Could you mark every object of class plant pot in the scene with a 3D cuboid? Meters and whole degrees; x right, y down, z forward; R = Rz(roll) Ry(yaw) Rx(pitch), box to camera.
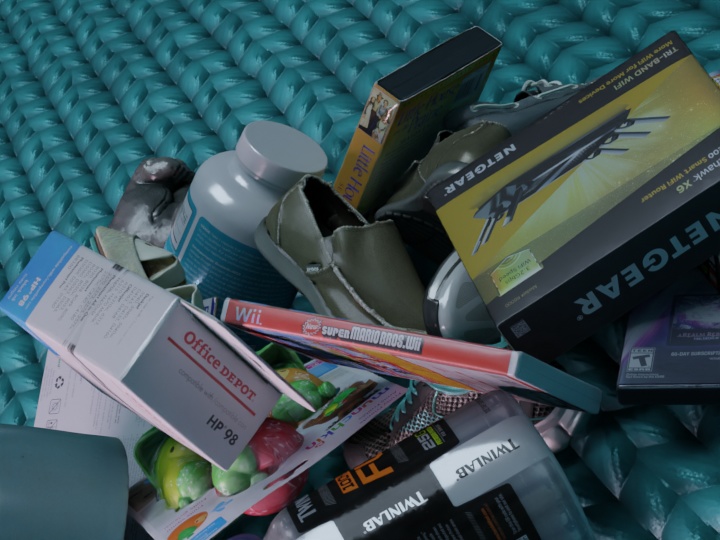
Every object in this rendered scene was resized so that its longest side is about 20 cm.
[{"bbox_3d":[-0.267,0.195,1.586,0.201,0.160,0.201,-166,90,-73],"label":"plant pot"}]

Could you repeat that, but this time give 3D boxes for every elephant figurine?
[{"bbox_3d":[-0.109,-0.022,1.912,0.200,0.141,0.156,13,80,40],"label":"elephant figurine"}]

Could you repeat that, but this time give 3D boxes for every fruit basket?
[{"bbox_3d":[-0.073,0.114,1.542,0.185,0.094,0.200,-36,9,-10],"label":"fruit basket"}]

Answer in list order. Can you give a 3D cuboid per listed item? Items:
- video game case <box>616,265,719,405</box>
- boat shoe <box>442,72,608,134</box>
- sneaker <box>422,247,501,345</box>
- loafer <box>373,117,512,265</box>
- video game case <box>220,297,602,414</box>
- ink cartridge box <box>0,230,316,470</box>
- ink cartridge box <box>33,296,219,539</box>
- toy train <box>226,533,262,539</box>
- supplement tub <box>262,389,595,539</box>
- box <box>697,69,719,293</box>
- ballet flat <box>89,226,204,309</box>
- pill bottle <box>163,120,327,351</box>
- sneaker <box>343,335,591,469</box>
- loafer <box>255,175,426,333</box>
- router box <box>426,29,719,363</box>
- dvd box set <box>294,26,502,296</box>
[{"bbox_3d":[0.244,0.015,1.463,0.142,0.019,0.200,-2,37,15],"label":"video game case"},{"bbox_3d":[0.143,-0.124,1.759,0.200,0.062,0.073,-27,-18,-37],"label":"boat shoe"},{"bbox_3d":[0.143,0.002,1.560,0.200,0.076,0.115,-26,21,-32],"label":"sneaker"},{"bbox_3d":[0.069,-0.057,1.662,0.070,0.075,0.200,-60,10,-18],"label":"loafer"},{"bbox_3d":[0.033,0.053,1.412,0.199,0.143,0.018,9,82,27],"label":"video game case"},{"bbox_3d":[-0.132,0.056,1.480,0.067,0.116,0.200,-53,40,-10],"label":"ink cartridge box"},{"bbox_3d":[-0.174,0.127,1.729,0.200,0.041,0.200,-9,66,44],"label":"ink cartridge box"},{"bbox_3d":[-0.093,0.254,1.467,0.200,0.087,0.114,-38,34,-9],"label":"toy train"},{"bbox_3d":[0.030,0.169,1.382,0.200,0.123,0.123,-29,25,-4],"label":"supplement tub"},{"bbox_3d":[0.243,-0.063,1.527,0.110,0.035,0.200,-19,35,-9],"label":"box"},{"bbox_3d":[-0.147,0.022,1.676,0.062,0.068,0.200,-27,37,-1],"label":"ballet flat"},{"bbox_3d":[-0.094,-0.015,1.787,0.111,0.110,0.200,-88,21,-59],"label":"pill bottle"},{"bbox_3d":[0.059,0.085,1.543,0.200,0.091,0.078,-21,29,36],"label":"sneaker"},{"bbox_3d":[0.000,0.000,1.632,0.075,0.070,0.200,-7,38,-46],"label":"loafer"},{"bbox_3d":[0.156,-0.047,1.479,0.200,0.052,0.157,-34,37,6],"label":"router box"},{"bbox_3d":[0.028,-0.079,1.750,0.146,0.029,0.200,-35,-26,-48],"label":"dvd box set"}]
